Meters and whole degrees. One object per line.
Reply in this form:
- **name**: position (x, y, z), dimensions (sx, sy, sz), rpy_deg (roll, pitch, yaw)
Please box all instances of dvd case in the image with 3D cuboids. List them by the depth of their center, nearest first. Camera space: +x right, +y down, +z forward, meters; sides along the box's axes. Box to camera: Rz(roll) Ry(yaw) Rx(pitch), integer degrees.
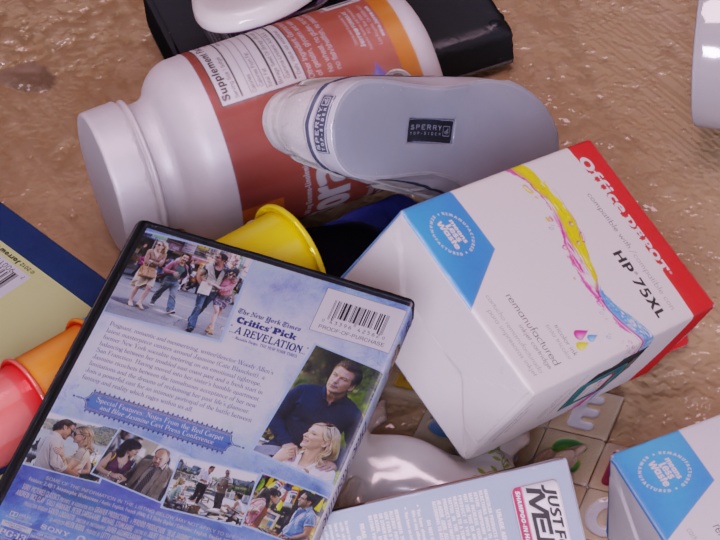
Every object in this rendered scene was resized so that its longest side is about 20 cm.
- **dvd case**: position (-0.073, 0.071, 1.164), dimensions (0.142, 0.018, 0.201), rpy_deg (16, 53, 11)

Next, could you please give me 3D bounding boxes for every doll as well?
- **doll**: position (0.000, 0.000, 1.381), dimensions (0.136, 0.049, 0.200), rpy_deg (21, 26, 26)

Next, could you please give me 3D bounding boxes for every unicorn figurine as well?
- **unicorn figurine**: position (0.012, 0.105, 1.297), dimensions (0.198, 0.074, 0.138), rpy_deg (-2, 40, 8)

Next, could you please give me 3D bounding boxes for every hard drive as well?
- **hard drive**: position (-0.021, -0.152, 1.605), dimensions (0.199, 0.033, 0.140), rpy_deg (-18, 45, -11)

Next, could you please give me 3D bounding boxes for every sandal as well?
- **sandal**: position (-0.045, -0.177, 1.570), dimensions (0.082, 0.050, 0.203), rpy_deg (-5, 26, 17)

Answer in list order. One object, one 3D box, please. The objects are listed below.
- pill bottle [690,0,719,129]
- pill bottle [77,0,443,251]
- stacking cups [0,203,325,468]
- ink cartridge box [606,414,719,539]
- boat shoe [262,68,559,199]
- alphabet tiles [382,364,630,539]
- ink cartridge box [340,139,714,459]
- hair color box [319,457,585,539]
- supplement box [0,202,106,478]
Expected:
- **pill bottle**: position (0.294, -0.123, 1.479), dimensions (0.199, 0.114, 0.113), rpy_deg (5, 45, 13)
- **pill bottle**: position (-0.056, -0.080, 1.479), dimensions (0.199, 0.113, 0.112), rpy_deg (-20, 45, -13)
- **stacking cups**: position (-0.113, 0.033, 1.238), dimensions (0.199, 0.061, 0.060), rpy_deg (-27, 47, -25)
- **ink cartridge box**: position (0.235, 0.117, 1.268), dimensions (0.199, 0.068, 0.116), rpy_deg (-19, 48, -14)
- **boat shoe**: position (0.021, -0.072, 1.408), dimensions (0.086, 0.075, 0.201), rpy_deg (11, 7, 42)
- **alphabet tiles**: position (0.050, 0.111, 1.343), dimensions (0.199, 0.008, 0.168), rpy_deg (12, 47, 19)
- **ink cartridge box**: position (0.099, 0.007, 1.331), dimensions (0.199, 0.067, 0.116), rpy_deg (-22, 71, -45)
- **hair color box**: position (-0.002, 0.139, 1.196), dimensions (0.199, 0.099, 0.061), rpy_deg (-11, 85, -12)
- **supplement box**: position (-0.237, 0.074, 1.324), dimensions (0.199, 0.135, 0.200), rpy_deg (-37, 52, -28)
